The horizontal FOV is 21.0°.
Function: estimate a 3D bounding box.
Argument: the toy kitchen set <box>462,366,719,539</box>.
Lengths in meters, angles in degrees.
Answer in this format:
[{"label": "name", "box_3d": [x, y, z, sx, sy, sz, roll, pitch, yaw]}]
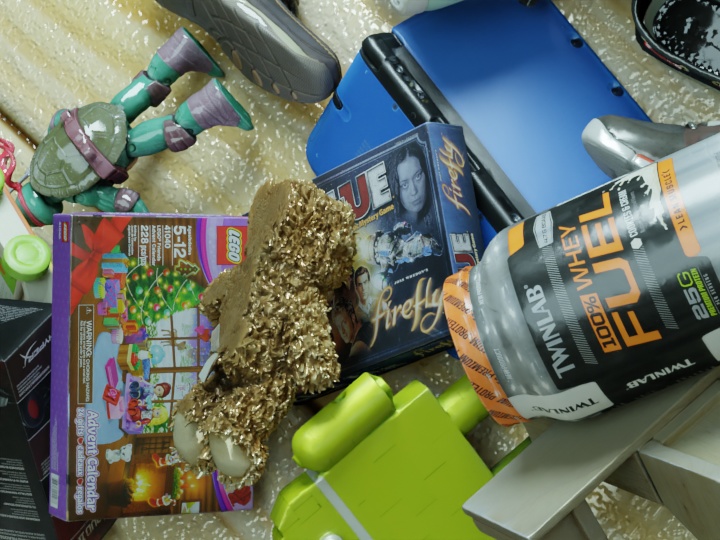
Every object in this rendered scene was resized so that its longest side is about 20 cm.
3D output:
[{"label": "toy kitchen set", "box_3d": [0.179, 0.168, 1.162, 0.163, 0.181, 0.200, -38, 26, -19]}]

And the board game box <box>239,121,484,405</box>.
[{"label": "board game box", "box_3d": [0.000, 0.000, 1.278, 0.199, 0.034, 0.137, -24, 70, 45]}]

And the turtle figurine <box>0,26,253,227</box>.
[{"label": "turtle figurine", "box_3d": [-0.177, -0.077, 1.382, 0.199, 0.101, 0.150, -38, 69, 8]}]

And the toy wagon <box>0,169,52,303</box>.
[{"label": "toy wagon", "box_3d": [-0.271, -0.016, 1.394, 0.201, 0.039, 0.156, 56, 148, 20]}]

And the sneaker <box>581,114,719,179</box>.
[{"label": "sneaker", "box_3d": [0.237, -0.067, 1.202, 0.198, 0.077, 0.083, 21, 83, 5]}]

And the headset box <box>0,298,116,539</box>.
[{"label": "headset box", "box_3d": [-0.261, 0.120, 1.352, 0.147, 0.075, 0.202, 6, 123, 26]}]

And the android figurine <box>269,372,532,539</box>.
[{"label": "android figurine", "box_3d": [0.026, 0.156, 1.231, 0.199, 0.041, 0.183, -38, 106, -7]}]

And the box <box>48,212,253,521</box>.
[{"label": "box", "box_3d": [-0.138, 0.063, 1.304, 0.039, 0.136, 0.202, 5, 95, 61]}]

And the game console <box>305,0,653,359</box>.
[{"label": "game console", "box_3d": [0.084, -0.073, 1.305, 0.201, 0.118, 0.171, 54, 135, 22]}]

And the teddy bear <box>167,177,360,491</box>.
[{"label": "teddy bear", "box_3d": [-0.057, 0.044, 1.234, 0.145, 0.066, 0.202, -21, 50, 54]}]

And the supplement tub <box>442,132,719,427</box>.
[{"label": "supplement tub", "box_3d": [0.155, 0.010, 1.122, 0.199, 0.122, 0.124, -25, 73, 16]}]

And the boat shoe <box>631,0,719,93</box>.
[{"label": "boat shoe", "box_3d": [0.261, -0.133, 1.213, 0.200, 0.063, 0.074, 24, 90, 24]}]

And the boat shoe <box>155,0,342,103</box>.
[{"label": "boat shoe", "box_3d": [-0.079, -0.195, 1.358, 0.073, 0.075, 0.200, -40, 65, -21]}]

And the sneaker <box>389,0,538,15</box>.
[{"label": "sneaker", "box_3d": [0.060, -0.234, 1.307, 0.117, 0.074, 0.201, -8, 38, -12]}]
